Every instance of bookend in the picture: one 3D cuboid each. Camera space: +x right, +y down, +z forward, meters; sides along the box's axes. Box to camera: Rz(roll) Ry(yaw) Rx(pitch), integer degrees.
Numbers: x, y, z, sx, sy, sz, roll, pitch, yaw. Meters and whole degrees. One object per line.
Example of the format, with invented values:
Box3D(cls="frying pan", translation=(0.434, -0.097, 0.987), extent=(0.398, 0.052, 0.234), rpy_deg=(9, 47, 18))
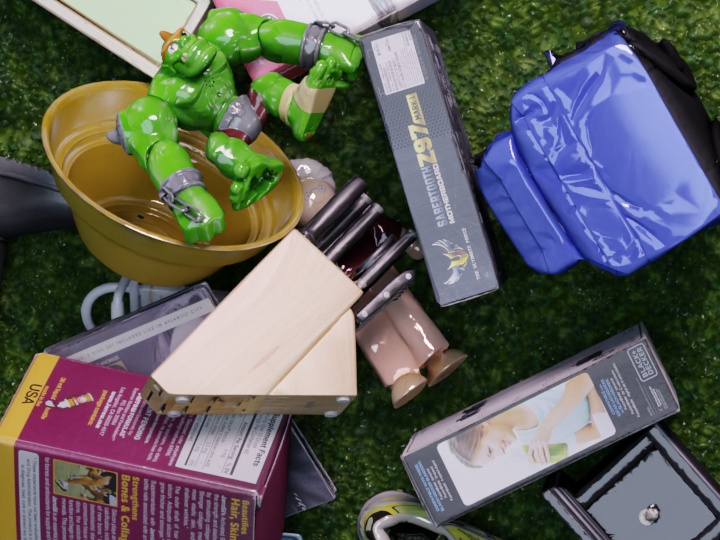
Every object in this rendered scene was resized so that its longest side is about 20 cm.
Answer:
Box3D(cls="bookend", translation=(0.273, 0.170, 1.670), extent=(0.200, 0.092, 0.199), rpy_deg=(-41, 87, 6))

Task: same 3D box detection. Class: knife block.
Box3D(cls="knife block", translation=(-0.058, 0.013, 1.626), extent=(0.198, 0.064, 0.177), rpy_deg=(1, 73, -13))

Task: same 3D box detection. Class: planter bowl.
Box3D(cls="planter bowl", translation=(-0.147, -0.048, 1.663), extent=(0.199, 0.201, 0.084), rpy_deg=(27, 123, 5))

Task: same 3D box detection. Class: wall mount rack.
Box3D(cls="wall mount rack", translation=(-0.123, 0.084, 1.732), extent=(0.198, 0.075, 0.175), rpy_deg=(6, 124, 8))

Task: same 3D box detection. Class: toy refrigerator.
Box3D(cls="toy refrigerator", translation=(-0.208, -0.225, 1.728), extent=(0.199, 0.070, 0.076), rpy_deg=(34, 96, 5))

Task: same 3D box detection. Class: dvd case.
Box3D(cls="dvd case", translation=(-0.128, 0.115, 1.704), extent=(0.148, 0.016, 0.201), rpy_deg=(-22, 113, 22))

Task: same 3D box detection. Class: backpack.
Box3D(cls="backpack", translation=(0.175, -0.087, 1.620), extent=(0.167, 0.200, 0.163), rpy_deg=(-25, 94, 17))

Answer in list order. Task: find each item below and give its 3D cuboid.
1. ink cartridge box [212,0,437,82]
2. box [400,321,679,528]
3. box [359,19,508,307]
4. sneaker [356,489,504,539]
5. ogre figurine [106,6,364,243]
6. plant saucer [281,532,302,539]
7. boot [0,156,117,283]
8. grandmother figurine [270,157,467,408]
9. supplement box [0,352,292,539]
Box3D(cls="ink cartridge box", translation=(-0.017, -0.244, 1.695), extent=(0.199, 0.083, 0.147), rpy_deg=(-27, 89, 8))
Box3D(cls="box", translation=(0.133, 0.113, 1.676), extent=(0.199, 0.117, 0.060), rpy_deg=(-26, 91, 6))
Box3D(cls="box", translation=(0.056, -0.078, 1.655), extent=(0.051, 0.158, 0.202), rpy_deg=(-16, 91, 7))
Box3D(cls="sneaker", translation=(0.086, 0.232, 1.706), extent=(0.199, 0.076, 0.076), rpy_deg=(22, 93, 5))
Box3D(cls="ogre figurine", translation=(-0.096, -0.115, 1.613), extent=(0.119, 0.098, 0.201), rpy_deg=(28, 81, 20))
Box3D(cls="plant saucer", translation=(-0.085, 0.293, 1.746), extent=(0.069, 0.019, 0.202), rpy_deg=(6, 101, 5))
Box3D(cls="boot", translation=(-0.284, 0.015, 1.746), extent=(0.164, 0.066, 0.202), rpy_deg=(15, 89, 19))
Box3D(cls="grandmother figurine", translation=(0.000, 0.000, 1.705), extent=(0.121, 0.061, 0.201), rpy_deg=(-28, 78, -36))
Box3D(cls="supplement box", translation=(-0.158, 0.155, 1.656), extent=(0.198, 0.103, 0.132), rpy_deg=(12, 129, 7))
